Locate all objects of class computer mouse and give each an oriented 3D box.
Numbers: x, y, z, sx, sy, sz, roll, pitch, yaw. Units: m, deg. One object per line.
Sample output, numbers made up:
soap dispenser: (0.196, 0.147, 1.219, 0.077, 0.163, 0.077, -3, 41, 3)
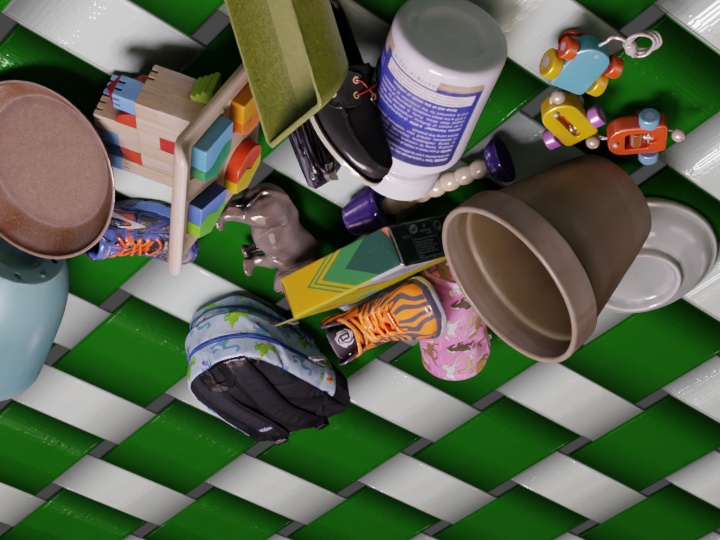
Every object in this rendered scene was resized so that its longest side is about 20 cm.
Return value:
computer mouse: (-0.046, -0.141, 1.646, 0.052, 0.140, 0.200, -23, 172, -2)

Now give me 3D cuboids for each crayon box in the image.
crayon box: (0.000, 0.000, 1.804, 0.199, 0.051, 0.127, -26, 173, 35)

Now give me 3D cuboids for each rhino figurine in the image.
rhino figurine: (-0.096, -0.028, 1.839, 0.087, 0.060, 0.201, -21, 140, 8)

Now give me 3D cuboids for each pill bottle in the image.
pill bottle: (0.064, -0.169, 1.623, 0.118, 0.121, 0.201, 10, 139, -12)

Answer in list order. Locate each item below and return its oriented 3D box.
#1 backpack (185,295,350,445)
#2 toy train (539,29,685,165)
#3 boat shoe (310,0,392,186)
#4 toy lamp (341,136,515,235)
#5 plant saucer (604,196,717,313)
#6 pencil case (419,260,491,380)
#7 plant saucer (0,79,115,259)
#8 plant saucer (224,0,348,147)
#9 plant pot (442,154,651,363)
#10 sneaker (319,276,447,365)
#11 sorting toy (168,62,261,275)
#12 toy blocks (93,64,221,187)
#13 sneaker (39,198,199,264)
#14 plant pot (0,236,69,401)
backpack: (-0.132, 0.122, 1.972, 0.162, 0.155, 0.199, -23, 157, 28)
toy train: (0.257, -0.188, 1.655, 0.149, 0.056, 0.201, -8, 143, 8)
boat shoe: (-0.018, -0.180, 1.566, 0.063, 0.203, 0.073, -30, 169, 32)
toy lamp: (0.071, -0.089, 1.770, 0.199, 0.059, 0.058, -22, 135, 21)
plant saucer: (0.321, -0.003, 1.876, 0.198, 0.051, 0.201, 0, 141, 0)
pencil case: (0.113, 0.045, 1.909, 0.082, 0.087, 0.201, 24, 146, 22)
plant saucer: (-0.339, -0.111, 1.704, 0.198, 0.037, 0.202, 11, 118, 20)
plant saucer: (-0.069, -0.230, 1.465, 0.047, 0.202, 0.200, -16, 178, -18)
plant pot: (0.215, -0.032, 1.723, 0.173, 0.200, 0.201, -38, 146, -22)
sneaker: (0.022, 0.068, 1.861, 0.111, 0.078, 0.200, -25, 179, -22)
sorting toy: (-0.139, -0.115, 1.628, 0.036, 0.201, 0.186, 22, 141, 9)
toy blocks: (-0.215, -0.152, 1.671, 0.135, 0.101, 0.200, 20, 154, 6)
sneaker: (-0.278, -0.040, 1.811, 0.198, 0.079, 0.075, 16, 139, -18)
plant pot: (-0.420, 0.020, 1.803, 0.199, 0.202, 0.161, 21, 128, -23)
